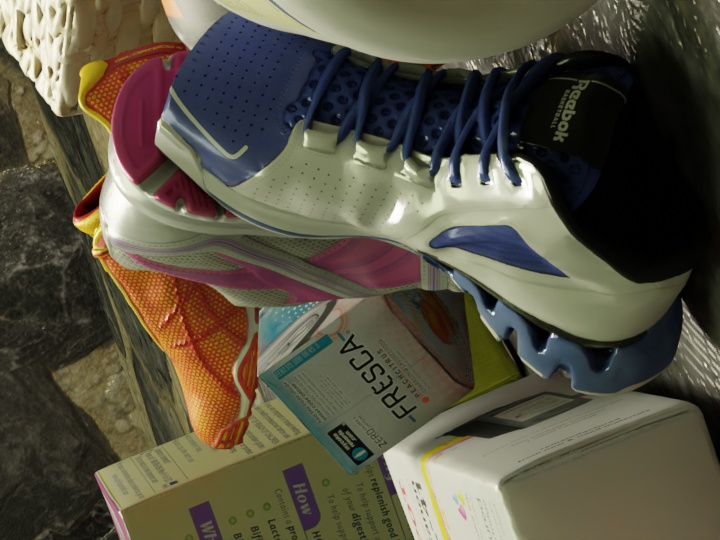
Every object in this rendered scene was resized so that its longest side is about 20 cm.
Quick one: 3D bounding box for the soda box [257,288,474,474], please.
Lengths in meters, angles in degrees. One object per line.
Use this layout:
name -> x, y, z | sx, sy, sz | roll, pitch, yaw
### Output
soda box -> 0.000, 0.000, 1.064 | 0.064, 0.068, 0.200 | 48, -163, -21

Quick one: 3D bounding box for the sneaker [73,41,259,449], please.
sneaker -> -0.082, -0.010, 1.067 | 0.073, 0.077, 0.201 | -97, -2, -61

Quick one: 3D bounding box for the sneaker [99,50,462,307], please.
sneaker -> -0.012, -0.028, 0.933 | 0.088, 0.199, 0.082 | 138, 136, -55

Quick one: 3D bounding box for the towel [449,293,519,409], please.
towel -> 0.000, 0.002, 1.209 | 0.200, 0.086, 0.018 | 60, 174, 38

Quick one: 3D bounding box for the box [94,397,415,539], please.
box -> -0.006, 0.151, 1.220 | 0.097, 0.199, 0.176 | -151, 40, -75

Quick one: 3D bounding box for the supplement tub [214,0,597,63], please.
supplement tub -> 0.002, -0.142, 0.757 | 0.200, 0.145, 0.145 | -148, 38, -73

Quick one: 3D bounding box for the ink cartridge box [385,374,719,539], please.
ink cartridge box -> 0.088, 0.127, 0.968 | 0.200, 0.085, 0.148 | 177, 72, -78

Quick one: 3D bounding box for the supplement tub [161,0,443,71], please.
supplement tub -> -0.035, -0.166, 0.962 | 0.123, 0.122, 0.201 | -145, 34, -72

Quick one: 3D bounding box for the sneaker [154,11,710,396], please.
sneaker -> 0.038, -0.044, 0.830 | 0.199, 0.081, 0.115 | 28, 150, 0

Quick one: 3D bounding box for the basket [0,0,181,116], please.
basket -> -0.115, -0.189, 1.214 | 0.124, 0.135, 0.200 | 56, 151, 28
